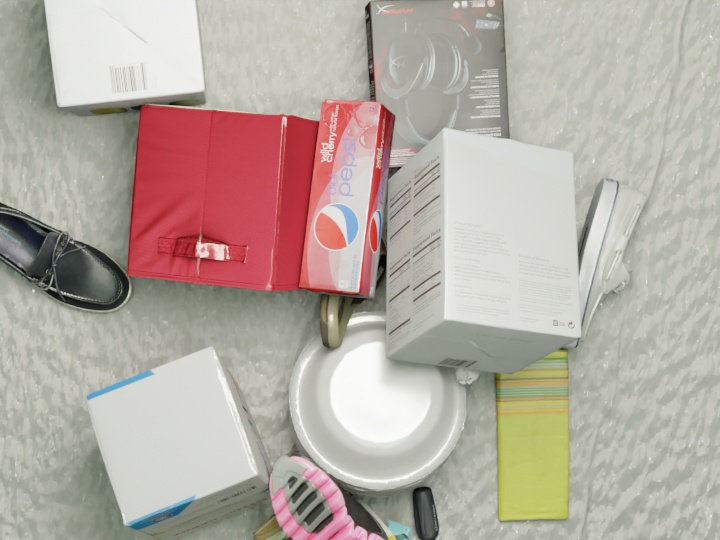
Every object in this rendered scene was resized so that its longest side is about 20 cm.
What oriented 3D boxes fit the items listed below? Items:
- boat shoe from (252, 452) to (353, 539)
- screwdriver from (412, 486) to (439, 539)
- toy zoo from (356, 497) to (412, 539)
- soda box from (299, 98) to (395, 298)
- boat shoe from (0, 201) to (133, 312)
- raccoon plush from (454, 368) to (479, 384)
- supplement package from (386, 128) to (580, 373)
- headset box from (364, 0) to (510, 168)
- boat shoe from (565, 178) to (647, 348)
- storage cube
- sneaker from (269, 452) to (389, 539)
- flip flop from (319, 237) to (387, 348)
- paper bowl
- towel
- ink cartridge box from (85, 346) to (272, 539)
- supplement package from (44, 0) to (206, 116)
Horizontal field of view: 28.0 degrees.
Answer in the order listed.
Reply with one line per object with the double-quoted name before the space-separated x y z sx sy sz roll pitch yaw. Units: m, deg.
"boat shoe" -0.050 0.240 1.650 0.200 0.072 0.076 -36 90 -13
"screwdriver" 0.086 0.351 1.682 0.028 0.029 0.202 -9 89 -5
"toy zoo" -0.030 0.343 1.634 0.199 0.131 0.021 -29 140 -3
"soda box" -0.013 -0.075 1.513 0.069 0.063 0.202 5 85 17
"boat shoe" -0.346 -0.013 1.605 0.199 0.062 0.075 31 89 -8
"raccoon plush" 0.166 0.040 1.626 0.133 0.097 0.201 2 70 -5
"supplement package" 0.123 -0.015 1.491 0.151 0.151 0.201 8 69 -20
"headset box" 0.084 -0.196 1.586 0.148 0.077 0.202 -3 94 -3
"boat shoe" 0.280 -0.003 1.664 0.065 0.072 0.201 16 84 -2
"storage cube" -0.130 -0.077 1.538 0.170 0.200 0.181 6 92 19
"sneaker" -0.029 0.265 1.565 0.079 0.096 0.200 -35 111 11
"flip flop" 0.000 0.000 1.593 0.057 0.081 0.201 2 49 17
"paper bowl" 0.019 0.144 1.599 0.199 0.104 0.202 1 74 -3
"towel" 0.201 0.192 1.694 0.085 0.018 0.202 -1 95 0
"ink cartridge box" -0.186 0.191 1.548 0.146 0.200 0.145 -21 75 -3
"supplement package" -0.244 -0.248 1.529 0.151 0.200 0.152 -7 94 -5
